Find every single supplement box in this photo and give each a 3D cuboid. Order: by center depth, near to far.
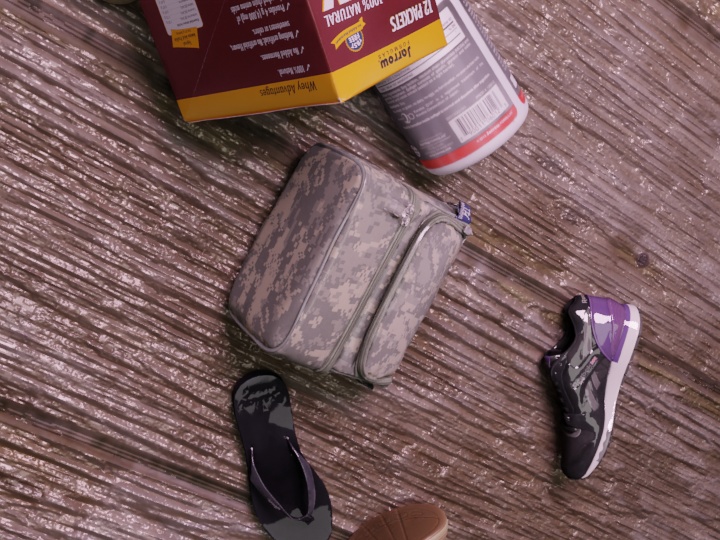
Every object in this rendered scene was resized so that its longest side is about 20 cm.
[{"bbox_3d":[-0.069,-0.238,0.649,0.132,0.196,0.202,-36,117,-38],"label":"supplement box"}]

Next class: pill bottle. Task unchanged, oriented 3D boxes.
[{"bbox_3d":[0.058,-0.198,0.766,0.116,0.116,0.201,-39,109,-6],"label":"pill bottle"}]

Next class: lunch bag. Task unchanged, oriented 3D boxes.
[{"bbox_3d":[0.000,0.000,0.784,0.167,0.139,0.201,25,94,-36],"label":"lunch bag"}]

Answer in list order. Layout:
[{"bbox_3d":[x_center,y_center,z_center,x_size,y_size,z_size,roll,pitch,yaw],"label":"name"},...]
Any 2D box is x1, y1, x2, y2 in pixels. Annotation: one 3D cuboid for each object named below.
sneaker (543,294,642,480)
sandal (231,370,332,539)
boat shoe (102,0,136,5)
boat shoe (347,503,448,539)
[{"bbox_3d":[0.235,0.125,0.922,0.087,0.076,0.202,14,93,-5],"label":"sneaker"},{"bbox_3d":[-0.082,0.200,0.841,0.075,0.043,0.202,-23,107,-12],"label":"sandal"},{"bbox_3d":[-0.239,-0.309,0.672,0.076,0.074,0.200,-43,110,-5],"label":"boat shoe"},{"bbox_3d":[0.010,0.319,0.885,0.199,0.071,0.065,-31,115,-1],"label":"boat shoe"}]
